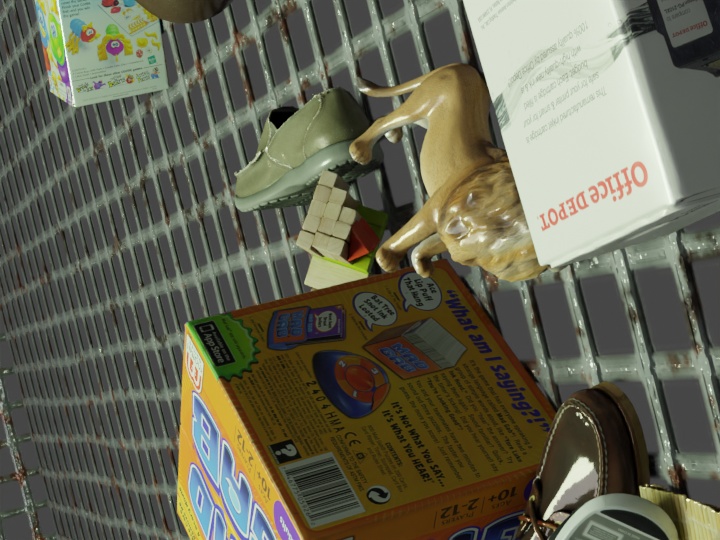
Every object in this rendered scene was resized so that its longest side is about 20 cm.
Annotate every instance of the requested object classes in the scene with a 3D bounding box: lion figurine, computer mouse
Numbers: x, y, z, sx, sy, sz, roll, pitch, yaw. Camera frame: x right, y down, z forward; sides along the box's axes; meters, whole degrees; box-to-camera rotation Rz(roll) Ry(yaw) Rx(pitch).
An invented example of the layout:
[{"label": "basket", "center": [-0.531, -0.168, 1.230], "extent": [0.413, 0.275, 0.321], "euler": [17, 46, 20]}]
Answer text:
[{"label": "lion figurine", "center": [0.060, -0.071, 1.022], "extent": [0.122, 0.072, 0.201], "euler": [-37, 57, 31]}, {"label": "computer mouse", "center": [0.118, 0.208, 0.965], "extent": [0.201, 0.109, 0.044], "euler": [-61, 8, 18]}]

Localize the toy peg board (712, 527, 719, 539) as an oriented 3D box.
[{"label": "toy peg board", "center": [0.195, 0.248, 0.831], "extent": [0.199, 0.097, 0.200], "euler": [58, 151, 32]}]

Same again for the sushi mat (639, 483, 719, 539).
[{"label": "sushi mat", "center": [0.202, 0.221, 0.936], "extent": [0.096, 0.012, 0.201], "euler": [16, 118, 65]}]

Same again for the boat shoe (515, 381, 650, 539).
[{"label": "boat shoe", "center": [0.129, 0.163, 1.006], "extent": [0.070, 0.070, 0.201], "euler": [42, 140, 53]}]

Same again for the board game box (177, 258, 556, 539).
[{"label": "board game box", "center": [0.004, 0.147, 1.125], "extent": [0.200, 0.199, 0.200], "euler": [97, 150, -42]}]

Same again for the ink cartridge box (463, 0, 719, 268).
[{"label": "ink cartridge box", "center": [0.125, -0.117, 0.816], "extent": [0.145, 0.084, 0.201], "euler": [148, 108, -68]}]

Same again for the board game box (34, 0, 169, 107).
[{"label": "board game box", "center": [-0.270, -0.280, 1.672], "extent": [0.103, 0.104, 0.201], "euler": [-148, 48, -61]}]

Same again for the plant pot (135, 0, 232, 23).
[{"label": "plant pot", "center": [-0.145, -0.286, 1.296], "extent": [0.200, 0.186, 0.187], "euler": [87, 161, -66]}]

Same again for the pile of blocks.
[{"label": "pile of blocks", "center": [0.000, 0.000, 1.256], "extent": [0.062, 0.082, 0.200], "euler": [19, 150, 13]}]

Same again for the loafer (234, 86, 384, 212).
[{"label": "loafer", "center": [-0.043, -0.093, 1.284], "extent": [0.200, 0.075, 0.070], "euler": [-21, 78, 59]}]
